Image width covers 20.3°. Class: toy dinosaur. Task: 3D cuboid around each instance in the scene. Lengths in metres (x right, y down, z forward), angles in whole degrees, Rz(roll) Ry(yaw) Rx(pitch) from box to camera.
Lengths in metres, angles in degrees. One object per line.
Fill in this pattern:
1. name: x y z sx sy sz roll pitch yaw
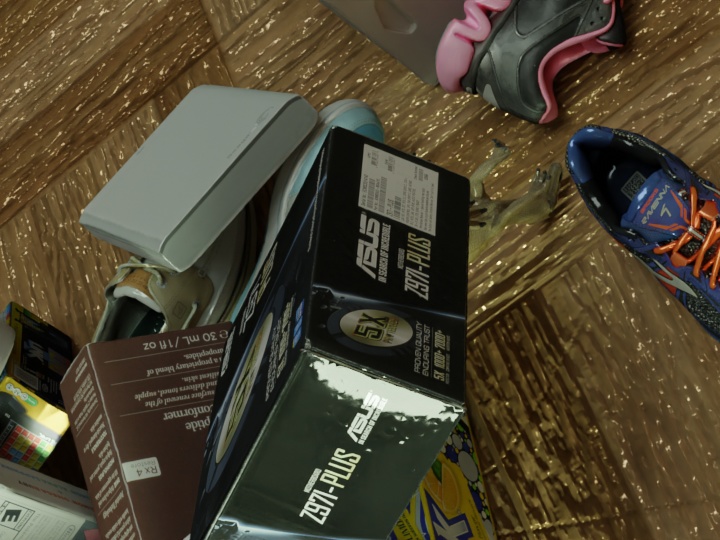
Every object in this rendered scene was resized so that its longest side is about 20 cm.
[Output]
1. toy dinosaur: 0.043 -0.019 1.164 0.199 0.101 0.058 -21 63 -14

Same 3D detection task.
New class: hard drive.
1. hard drive: -0.110 -0.065 1.317 0.132 0.026 0.200 -49 21 -10

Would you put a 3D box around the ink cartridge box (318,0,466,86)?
1. ink cartridge box: -0.021 -0.223 1.310 0.084 0.146 0.200 -52 50 5

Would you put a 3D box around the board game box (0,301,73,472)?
1. board game box: -0.257 0.122 1.340 0.166 0.057 0.200 -56 14 6

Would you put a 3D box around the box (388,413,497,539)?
1. box: 0.037 0.164 1.146 0.064 0.070 0.201 -33 54 29

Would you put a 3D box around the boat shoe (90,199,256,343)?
1. boat shoe: -0.129 0.021 1.340 0.075 0.068 0.201 8 75 40

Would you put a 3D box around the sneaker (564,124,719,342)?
1. sneaker: 0.180 -0.018 1.109 0.200 0.078 0.075 38 96 42

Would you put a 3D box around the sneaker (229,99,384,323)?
1. sneaker: 0.000 0.000 1.244 0.130 0.079 0.201 21 94 43

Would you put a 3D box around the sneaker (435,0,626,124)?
1. sneaker: 0.134 -0.177 1.232 0.095 0.079 0.200 35 95 20

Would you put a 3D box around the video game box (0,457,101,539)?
1. video game box: -0.228 0.219 1.255 0.200 0.182 0.047 -51 45 8

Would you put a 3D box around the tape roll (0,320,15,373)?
1. tape roll: -0.301 0.102 1.271 0.203 0.071 0.203 -51 14 18

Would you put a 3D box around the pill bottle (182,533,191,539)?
1. pill bottle: -0.027 0.227 1.053 0.111 0.111 0.200 -44 51 14

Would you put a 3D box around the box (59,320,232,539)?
1. box: -0.105 0.138 1.209 0.075 0.100 0.201 -47 57 57

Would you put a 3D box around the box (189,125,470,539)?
1. box: -0.014 0.050 1.050 0.200 0.086 0.164 -84 18 -53
